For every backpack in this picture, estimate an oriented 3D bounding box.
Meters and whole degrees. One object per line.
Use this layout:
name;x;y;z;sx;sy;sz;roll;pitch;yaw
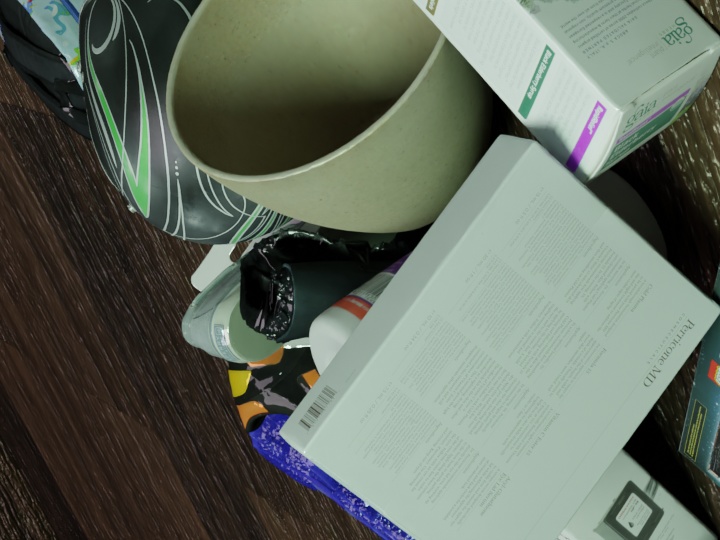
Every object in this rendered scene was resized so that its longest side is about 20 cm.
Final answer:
backpack;-0.233;-0.193;1.455;0.200;0.153;0.164;-117;11;-54

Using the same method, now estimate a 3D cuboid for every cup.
cup;0.002;-0.104;1.045;0.200;0.201;0.143;34;173;43

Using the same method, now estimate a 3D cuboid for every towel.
towel;0.001;0.128;1.360;0.200;0.049;0.148;30;112;32

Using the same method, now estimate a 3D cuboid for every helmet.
helmet;-0.098;-0.117;1.193;0.192;0.199;0.200;71;159;7

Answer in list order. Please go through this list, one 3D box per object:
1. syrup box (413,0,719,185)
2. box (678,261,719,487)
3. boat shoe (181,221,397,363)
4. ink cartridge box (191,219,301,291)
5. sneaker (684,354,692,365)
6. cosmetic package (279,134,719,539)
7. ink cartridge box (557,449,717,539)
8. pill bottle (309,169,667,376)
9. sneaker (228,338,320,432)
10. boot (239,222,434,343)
syrup box;0.090;-0.151;0.906;0.200;0.079;0.082;50;157;14
box;0.250;0.081;0.949;0.137;0.038;0.200;44;155;29
boat shoe;-0.048;-0.004;1.209;0.071;0.201;0.070;7;124;43
ink cartridge box;-0.038;0.027;1.301;0.200;0.116;0.068;38;-169;12
sneaker;0.130;0.035;1.093;0.200;0.070;0.076;-1;115;63
cosmetic package;0.076;0.053;0.907;0.151;0.200;0.052;39;175;-19
ink cartridge box;0.135;0.139;1.127;0.200;0.067;0.116;41;171;-39
pill bottle;0.079;0.023;0.999;0.111;0.200;0.112;48;161;24
sneaker;-0.002;0.077;1.223;0.199;0.070;0.091;-2;97;23
boot;0.000;0.000;1.136;0.200;0.167;0.077;-143;55;-73
